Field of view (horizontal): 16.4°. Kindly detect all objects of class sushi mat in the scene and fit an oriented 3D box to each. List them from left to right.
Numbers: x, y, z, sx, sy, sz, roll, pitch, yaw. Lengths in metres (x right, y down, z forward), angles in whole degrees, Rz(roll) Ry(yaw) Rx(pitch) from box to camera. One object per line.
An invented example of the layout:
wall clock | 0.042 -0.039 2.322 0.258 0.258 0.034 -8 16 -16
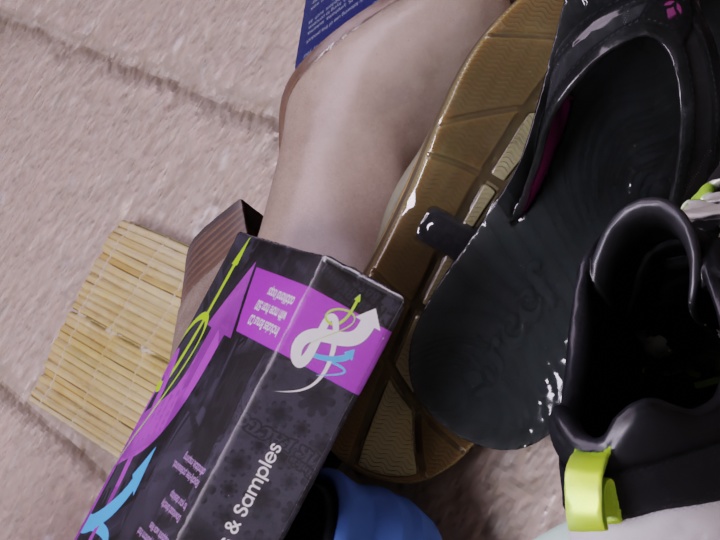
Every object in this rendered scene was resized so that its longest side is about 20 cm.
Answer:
sushi mat | -0.088 0.035 1.076 0.096 0.012 0.200 -64 27 -3

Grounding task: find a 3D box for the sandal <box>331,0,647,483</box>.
sandal | 0.051 -0.020 0.845 0.201 0.080 0.054 -58 0 7

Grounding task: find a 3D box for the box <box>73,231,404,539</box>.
box | -0.061 0.085 0.814 0.201 0.036 0.143 -63 14 -3

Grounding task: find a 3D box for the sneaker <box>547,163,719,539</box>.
sneaker | 0.100 0.006 0.663 0.071 0.083 0.201 -6 37 29

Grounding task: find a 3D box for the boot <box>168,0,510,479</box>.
boot | 0.000 0.000 0.917 0.200 0.070 0.147 -48 36 25

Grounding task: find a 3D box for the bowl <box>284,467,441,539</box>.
bowl | -0.049 0.152 0.817 0.201 0.039 0.201 -50 14 17

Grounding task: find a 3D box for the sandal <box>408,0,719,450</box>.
sandal | 0.080 -0.033 0.789 0.048 0.075 0.202 -51 -14 -82

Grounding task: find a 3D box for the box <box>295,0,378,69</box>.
box | 0.026 -0.155 1.042 0.121 0.032 0.201 -33 38 42

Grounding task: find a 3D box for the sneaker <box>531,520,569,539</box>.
sneaker | 0.043 0.152 0.679 0.201 0.074 0.118 -47 36 5
